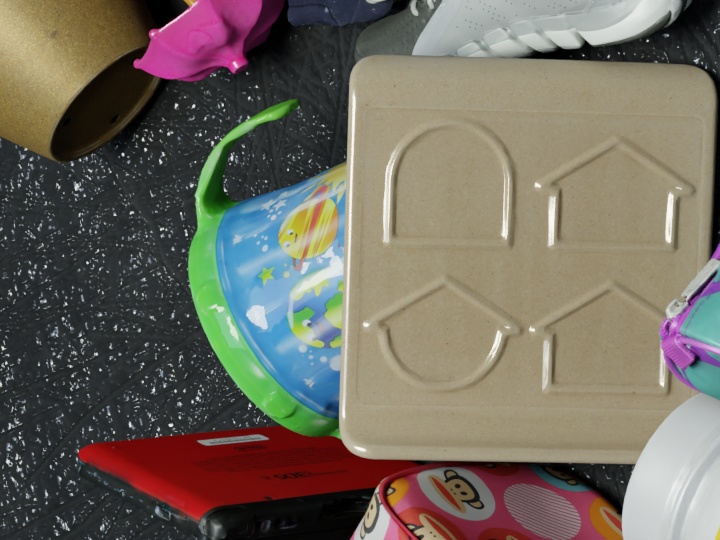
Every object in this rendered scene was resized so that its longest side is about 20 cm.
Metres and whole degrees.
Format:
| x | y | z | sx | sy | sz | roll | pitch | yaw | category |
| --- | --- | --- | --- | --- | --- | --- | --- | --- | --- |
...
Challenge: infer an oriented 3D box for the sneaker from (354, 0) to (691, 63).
| x | y | z | sx | sy | sz | roll | pitch | yaw | category |
| --- | --- | --- | --- | --- | --- | --- | --- | --- | --- |
| 0.067 | -0.165 | 1.491 | 0.200 | 0.075 | 0.116 | -12 | 116 | 33 | sneaker |

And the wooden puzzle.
| x | y | z | sx | sy | sz | roll | pitch | yaw | category |
| --- | --- | --- | --- | --- | --- | --- | --- | --- | --- |
| 0.082 | -0.006 | 1.473 | 0.046 | 0.185 | 0.201 | -166 | 78 | -84 | wooden puzzle |

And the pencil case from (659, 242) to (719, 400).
| x | y | z | sx | sy | sz | roll | pitch | yaw | category |
| --- | --- | --- | --- | --- | --- | --- | --- | --- | --- |
| 0.207 | -0.035 | 1.347 | 0.200 | 0.092 | 0.085 | -68 | 17 | -8 | pencil case |

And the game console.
| x | y | z | sx | sy | sz | roll | pitch | yaw | category |
| --- | --- | --- | --- | --- | --- | --- | --- | --- | --- |
| -0.036 | 0.164 | 1.540 | 0.172 | 0.200 | 0.119 | 22 | 105 | 39 | game console |

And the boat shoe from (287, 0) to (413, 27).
| x | y | z | sx | sy | sz | roll | pitch | yaw | category |
| --- | --- | --- | --- | --- | --- | --- | --- | --- | --- |
| 0.029 | -0.182 | 1.559 | 0.200 | 0.075 | 0.093 | -6 | 94 | 51 | boat shoe |

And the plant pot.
| x | y | z | sx | sy | sz | roll | pitch | yaw | category |
| --- | --- | --- | --- | --- | --- | --- | --- | --- | --- |
| -0.213 | -0.162 | 1.720 | 0.200 | 0.186 | 0.187 | 46 | 121 | 15 | plant pot |

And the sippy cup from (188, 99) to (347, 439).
| x | y | z | sx | sy | sz | roll | pitch | yaw | category |
| --- | --- | --- | --- | --- | --- | --- | --- | --- | --- |
| 0.000 | 0.000 | 1.556 | 0.130 | 0.178 | 0.140 | -33 | 38 | 27 | sippy cup |

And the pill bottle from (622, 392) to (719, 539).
| x | y | z | sx | sy | sz | roll | pitch | yaw | category |
| --- | --- | --- | --- | --- | --- | --- | --- | --- | --- |
| 0.226 | 0.136 | 1.359 | 0.200 | 0.114 | 0.115 | 29 | 111 | 38 | pill bottle |

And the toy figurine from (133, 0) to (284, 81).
| x | y | z | sx | sy | sz | roll | pitch | yaw | category |
| --- | --- | --- | --- | --- | --- | --- | --- | --- | --- |
| -0.121 | -0.192 | 1.634 | 0.150 | 0.184 | 0.200 | -32 | 30 | 31 | toy figurine |

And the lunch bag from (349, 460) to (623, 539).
| x | y | z | sx | sy | sz | roll | pitch | yaw | category |
| --- | --- | --- | --- | --- | --- | --- | --- | --- | --- |
| 0.085 | 0.179 | 1.447 | 0.200 | 0.176 | 0.082 | 47 | 121 | 31 | lunch bag |
